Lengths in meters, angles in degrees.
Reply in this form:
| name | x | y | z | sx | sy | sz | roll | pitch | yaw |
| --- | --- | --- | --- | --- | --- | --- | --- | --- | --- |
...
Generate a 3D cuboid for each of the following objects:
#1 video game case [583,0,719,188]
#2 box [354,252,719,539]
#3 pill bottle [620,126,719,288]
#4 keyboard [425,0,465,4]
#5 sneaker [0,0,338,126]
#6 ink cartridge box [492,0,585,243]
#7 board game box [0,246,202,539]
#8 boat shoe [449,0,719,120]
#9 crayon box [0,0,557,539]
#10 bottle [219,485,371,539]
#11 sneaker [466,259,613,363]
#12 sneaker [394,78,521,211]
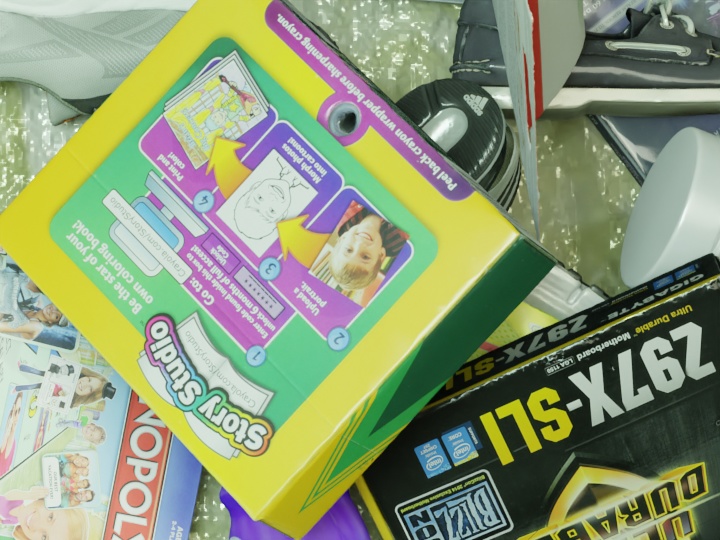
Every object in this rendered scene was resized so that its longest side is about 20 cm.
| name | x | y | z | sx | sy | sz | roll | pitch | yaw |
| --- | --- | --- | --- | --- | --- | --- | --- | --- | --- |
| video game case | 0.153 | -0.144 | 1.484 | 0.143 | 0.019 | 0.200 | -37 | 92 | -13 |
| box | 0.112 | 0.105 | 1.378 | 0.200 | 0.049 | 0.160 | -24 | 102 | 7 |
| pill bottle | 0.234 | 0.005 | 1.429 | 0.200 | 0.112 | 0.112 | 22 | 79 | -11 |
| keyboard | -0.027 | -0.167 | 1.446 | 0.200 | 0.011 | 0.056 | 5 | 76 | -5 |
| sneaker | -0.109 | -0.106 | 1.404 | 0.200 | 0.074 | 0.080 | 5 | 91 | -5 |
| ink cartridge box | 0.084 | -0.138 | 1.316 | 0.050 | 0.161 | 0.200 | -9 | 52 | -1 |
| board game box | -0.142 | 0.083 | 1.389 | 0.134 | 0.029 | 0.200 | 12 | 80 | -9 |
| boat shoe | 0.143 | -0.108 | 1.432 | 0.200 | 0.073 | 0.063 | -2 | 87 | -7 |
| crayon box | -0.042 | -0.010 | 1.314 | 0.173 | 0.058 | 0.200 | -47 | 65 | 5 |
| bottle | -0.026 | 0.150 | 1.376 | 0.065 | 0.084 | 0.200 | -9 | 86 | -21 |
| sneaker | 0.127 | 0.073 | 1.429 | 0.200 | 0.078 | 0.090 | 36 | 88 | -2 |
| sneaker | 0.000 | 0.000 | 1.393 | 0.200 | 0.115 | 0.076 | -38 | 65 | 4 |
